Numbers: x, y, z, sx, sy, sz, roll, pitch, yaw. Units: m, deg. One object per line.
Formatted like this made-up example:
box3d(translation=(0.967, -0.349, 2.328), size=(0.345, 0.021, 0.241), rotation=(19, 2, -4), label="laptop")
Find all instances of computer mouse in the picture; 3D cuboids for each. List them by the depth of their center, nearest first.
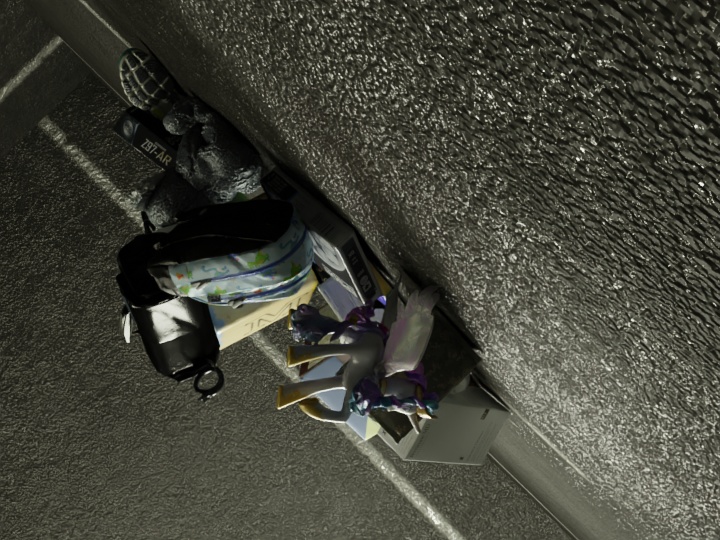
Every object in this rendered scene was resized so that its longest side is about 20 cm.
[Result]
box3d(translation=(-0.352, -0.020, 1.491), size=(0.059, 0.034, 0.202), rotation=(-109, 4, -69), label="computer mouse")

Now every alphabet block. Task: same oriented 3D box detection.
box3d(translation=(-0.214, 0.005, 1.495), size=(0.196, 0.199, 0.196), rotation=(62, 165, 7), label="alphabet block")

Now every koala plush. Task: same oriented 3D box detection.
box3d(translation=(-0.266, -0.140, 1.312), size=(0.178, 0.200, 0.184), rotation=(49, 173, -39), label="koala plush")

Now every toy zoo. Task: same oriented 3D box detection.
box3d(translation=(0.000, 0.000, 1.338), size=(0.200, 0.020, 0.131), rotation=(38, 171, 47), label="toy zoo")

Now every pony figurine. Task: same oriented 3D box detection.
box3d(translation=(0.009, 0.098, 0.991), size=(0.198, 0.195, 0.167), rotation=(6, -171, -11), label="pony figurine")

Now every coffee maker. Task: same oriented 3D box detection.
box3d(translation=(-0.281, 0.066, 1.268), size=(0.191, 0.135, 0.201), rotation=(31, 149, 22), label="coffee maker")

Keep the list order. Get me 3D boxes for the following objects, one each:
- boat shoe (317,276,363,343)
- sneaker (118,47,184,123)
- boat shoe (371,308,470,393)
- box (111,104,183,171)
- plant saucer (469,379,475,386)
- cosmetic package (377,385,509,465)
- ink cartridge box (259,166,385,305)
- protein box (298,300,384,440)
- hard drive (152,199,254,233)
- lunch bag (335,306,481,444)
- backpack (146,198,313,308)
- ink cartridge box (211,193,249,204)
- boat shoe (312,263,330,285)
box3d(translation=(-0.009, 0.099, 1.400), size=(0.201, 0.068, 0.072), rotation=(63, 175, 5), label="boat shoe")
box3d(translation=(-0.356, -0.311, 1.392), size=(0.080, 0.077, 0.200), rotation=(51, 177, 22), label="sneaker")
box3d(translation=(0.100, 0.121, 1.322), size=(0.200, 0.072, 0.071), rotation=(38, -163, 24), label="boat shoe")
box3d(translation=(-0.341, -0.238, 1.482), size=(0.160, 0.044, 0.200), rotation=(38, -162, -10), label="box")
box3d(translation=(0.140, 0.170, 1.492), size=(0.200, 0.037, 0.200), rotation=(44, 174, 6), label="plant saucer")
box3d(translation=(0.136, 0.245, 1.336), size=(0.199, 0.114, 0.081), rotation=(12, -162, -44), label="cosmetic package")
box3d(translation=(-0.051, -0.035, 1.221), size=(0.198, 0.043, 0.200), rotation=(40, 166, 38), label="ink cartridge box")
box3d(translation=(0.002, 0.172, 1.594), size=(0.199, 0.135, 0.201), rotation=(46, -156, -22), label="protein box")
box3d(translation=(-0.209, -0.037, 1.282), size=(0.199, 0.026, 0.132), rotation=(-14, 137, 28), label="hard drive")
box3d(translation=(0.057, 0.134, 1.163), size=(0.118, 0.164, 0.200), rotation=(48, 174, -9), label="lunch bag")
box3d(translation=(-0.162, -0.028, 1.133), size=(0.154, 0.199, 0.164), rotation=(57, -150, -23), label="backpack")
box3d(translation=(-0.277, -0.179, 1.604), size=(0.200, 0.048, 0.145), rotation=(40, -159, 33), label="ink cartridge box")
box3d(translation=(-0.092, -0.035, 1.518), size=(0.202, 0.063, 0.074), rotation=(54, 174, -23), label="boat shoe")
